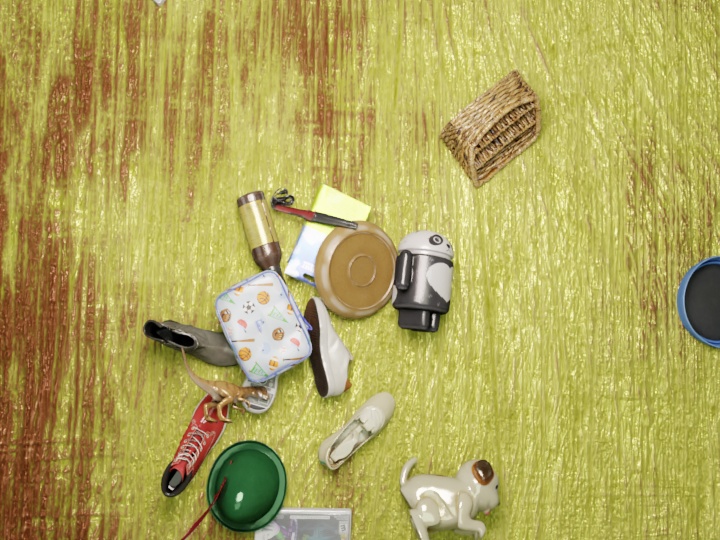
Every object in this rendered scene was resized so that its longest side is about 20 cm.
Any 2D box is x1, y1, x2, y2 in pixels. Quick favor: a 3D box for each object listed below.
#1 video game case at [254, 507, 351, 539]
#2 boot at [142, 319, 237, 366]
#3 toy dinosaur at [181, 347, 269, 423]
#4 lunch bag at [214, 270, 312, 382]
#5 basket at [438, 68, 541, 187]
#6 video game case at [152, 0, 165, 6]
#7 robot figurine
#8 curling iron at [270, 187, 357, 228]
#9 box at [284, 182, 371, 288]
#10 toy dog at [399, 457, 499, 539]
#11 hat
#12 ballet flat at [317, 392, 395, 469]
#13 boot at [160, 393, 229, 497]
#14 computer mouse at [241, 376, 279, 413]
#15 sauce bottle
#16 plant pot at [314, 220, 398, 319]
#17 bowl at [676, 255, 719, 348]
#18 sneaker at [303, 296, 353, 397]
[{"bbox_3d":[-0.118,0.576,1.334,0.195,0.023,0.187,3,86,-7],"label":"video game case"},{"bbox_3d":[-0.319,0.145,1.286,0.195,0.131,0.069,16,84,-5],"label":"boot"},{"bbox_3d":[-0.273,0.234,1.266,0.197,0.060,0.109,23,61,-29],"label":"toy dinosaur"},{"bbox_3d":[-0.184,0.110,1.287,0.158,0.075,0.203,-26,92,-12],"label":"lunch bag"},{"bbox_3d":[0.288,-0.298,1.385,0.199,0.143,0.150,-37,90,-8],"label":"basket"},{"bbox_3d":[-0.451,-0.676,1.387,0.199,0.018,0.144,41,82,-3],"label":"video game case"},{"bbox_3d":[0.129,0.021,1.344,0.122,0.150,0.205,7,81,-1],"label":"robot figurine"},{"bbox_3d":[-0.096,-0.121,1.337,0.196,0.026,0.051,21,86,16],"label":"curling iron"},{"bbox_3d":[-0.068,-0.063,1.373,0.120,0.048,0.204,23,84,-4],"label":"box"},{"bbox_3d":[0.190,0.460,1.337,0.196,0.141,0.196,-21,52,-6],"label":"toy dog"},{"bbox_3d":[-0.234,0.428,1.241,0.162,0.176,0.204,17,80,4],"label":"hat"},{"bbox_3d":[-0.002,0.329,1.344,0.199,0.069,0.070,-42,91,-8],"label":"ballet flat"},{"bbox_3d":[-0.315,0.330,1.268,0.071,0.144,0.203,26,82,-2],"label":"boot"},{"bbox_3d":[-0.194,0.187,1.344,0.107,0.044,0.204,19,79,-12],"label":"computer mouse"},{"bbox_3d":[-0.199,-0.057,1.349,0.063,0.065,0.205,-16,87,-7],"label":"sauce bottle"},{"bbox_3d":[0.000,0.000,1.352,0.196,0.027,0.205,-3,97,-27],"label":"plant pot"},{"bbox_3d":[0.800,0.070,1.471,0.195,0.039,0.206,0,86,-7],"label":"bowl"},{"bbox_3d":[-0.064,0.154,1.359,0.083,0.072,0.205,-4,79,-37],"label":"sneaker"}]
